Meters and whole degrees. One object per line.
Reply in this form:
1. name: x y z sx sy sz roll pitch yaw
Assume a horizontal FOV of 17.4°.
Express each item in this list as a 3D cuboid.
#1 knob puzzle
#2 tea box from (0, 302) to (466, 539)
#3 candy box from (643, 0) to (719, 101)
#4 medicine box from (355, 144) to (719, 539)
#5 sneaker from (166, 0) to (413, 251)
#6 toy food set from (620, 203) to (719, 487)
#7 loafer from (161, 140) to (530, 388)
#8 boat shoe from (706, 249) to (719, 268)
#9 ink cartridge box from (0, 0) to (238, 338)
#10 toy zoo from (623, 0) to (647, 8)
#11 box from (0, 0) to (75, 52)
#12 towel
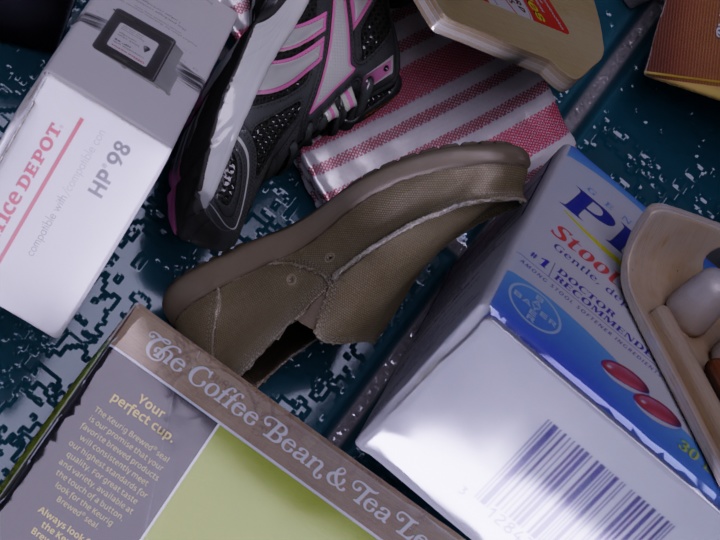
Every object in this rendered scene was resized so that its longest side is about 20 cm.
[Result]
1. knob puzzle: 0.051 -0.160 1.180 0.220 0.220 0.030 47 114 -1
2. tea box: -0.085 0.158 1.075 0.199 0.134 0.197 37 73 -5
3. candy box: 0.255 -0.126 1.195 0.199 0.056 0.118 21 105 24
4. medicine box: 0.118 0.063 1.112 0.182 0.103 0.200 39 29 -4
5. sneaker: -0.023 -0.095 1.144 0.086 0.080 0.201 28 71 -11
6. toy food set: 0.212 0.061 1.059 0.143 0.060 0.201 16 38 -38
7. loafer: 0.000 0.000 1.127 0.199 0.076 0.068 -27 79 22
8. boat shoe: 0.257 0.048 1.218 0.064 0.071 0.201 -37 93 -25
9. ink cartridge box: -0.126 -0.052 1.066 0.066 0.116 0.200 30 28 -7
10. toy zoo: 0.155 -0.235 1.281 0.131 0.020 0.200 -37 89 -19
11. box: -0.218 -0.237 1.135 0.198 0.123 0.200 12 74 -12
12. towel: 0.009 -0.115 1.216 0.146 0.030 0.201 -27 86 -20
